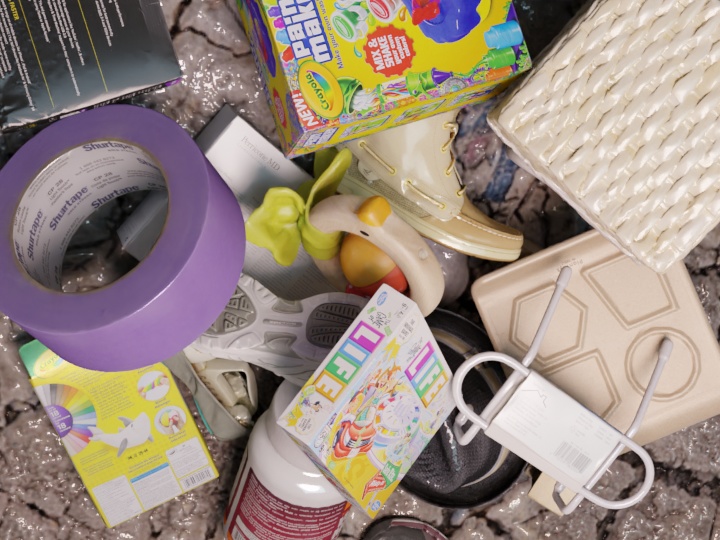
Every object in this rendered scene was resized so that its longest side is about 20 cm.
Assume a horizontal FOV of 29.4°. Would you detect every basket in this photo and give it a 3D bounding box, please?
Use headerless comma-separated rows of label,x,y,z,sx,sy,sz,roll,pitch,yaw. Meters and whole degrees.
basket,0.231,-0.128,1.110,0.198,0.161,0.200,44,100,1

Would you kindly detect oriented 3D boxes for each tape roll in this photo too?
tape roll,-0.198,-0.026,1.095,0.200,0.200,0.085,-38,150,-1

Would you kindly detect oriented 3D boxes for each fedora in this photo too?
fedora,0.058,0.136,1.260,0.200,0.092,0.201,5,102,24

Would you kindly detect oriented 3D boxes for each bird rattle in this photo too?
bird rattle,0.000,0.000,1.140,0.113,0.163,0.200,-41,111,-29

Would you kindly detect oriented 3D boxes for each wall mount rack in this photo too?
wall mount rack,0.178,0.106,1.179,0.200,0.075,0.174,35,100,-11

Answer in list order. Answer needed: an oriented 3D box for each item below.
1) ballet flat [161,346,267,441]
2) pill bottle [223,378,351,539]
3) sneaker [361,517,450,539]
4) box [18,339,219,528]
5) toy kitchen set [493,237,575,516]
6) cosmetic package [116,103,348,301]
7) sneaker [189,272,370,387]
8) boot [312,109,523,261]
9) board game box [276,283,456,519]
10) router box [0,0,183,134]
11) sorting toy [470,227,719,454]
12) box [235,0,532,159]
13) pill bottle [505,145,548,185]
ballet flat,-0.136,0.076,1.222,0.064,0.068,0.200,-10,133,20
pill bottle,-0.055,0.185,1.243,0.109,0.110,0.200,1,138,-19
sneaker,0.094,0.328,1.387,0.200,0.116,0.076,34,97,-27
box,-0.219,0.124,1.240,0.117,0.048,0.200,-24,118,-8
toy kitchen set,0.179,0.092,1.344,0.180,0.163,0.200,31,101,3
cosmetic package,-0.091,-0.026,1.221,0.151,0.052,0.200,-47,117,5
sneaker,-0.074,0.061,1.149,0.199,0.078,0.099,13,151,14
boot,0.077,-0.108,1.215,0.200,0.073,0.156,25,99,0
board game box,0.013,0.110,1.100,0.135,0.034,0.200,-53,153,-12
router box,-0.238,-0.222,1.064,0.149,0.051,0.201,-18,98,-11
sorting toy,0.218,0.065,1.232,0.185,0.036,0.200,-23,95,5
box,0.006,-0.218,1.099,0.192,0.122,0.201,-18,89,-11
pill bottle,0.229,-0.159,1.243,0.111,0.111,0.200,29,99,-26
